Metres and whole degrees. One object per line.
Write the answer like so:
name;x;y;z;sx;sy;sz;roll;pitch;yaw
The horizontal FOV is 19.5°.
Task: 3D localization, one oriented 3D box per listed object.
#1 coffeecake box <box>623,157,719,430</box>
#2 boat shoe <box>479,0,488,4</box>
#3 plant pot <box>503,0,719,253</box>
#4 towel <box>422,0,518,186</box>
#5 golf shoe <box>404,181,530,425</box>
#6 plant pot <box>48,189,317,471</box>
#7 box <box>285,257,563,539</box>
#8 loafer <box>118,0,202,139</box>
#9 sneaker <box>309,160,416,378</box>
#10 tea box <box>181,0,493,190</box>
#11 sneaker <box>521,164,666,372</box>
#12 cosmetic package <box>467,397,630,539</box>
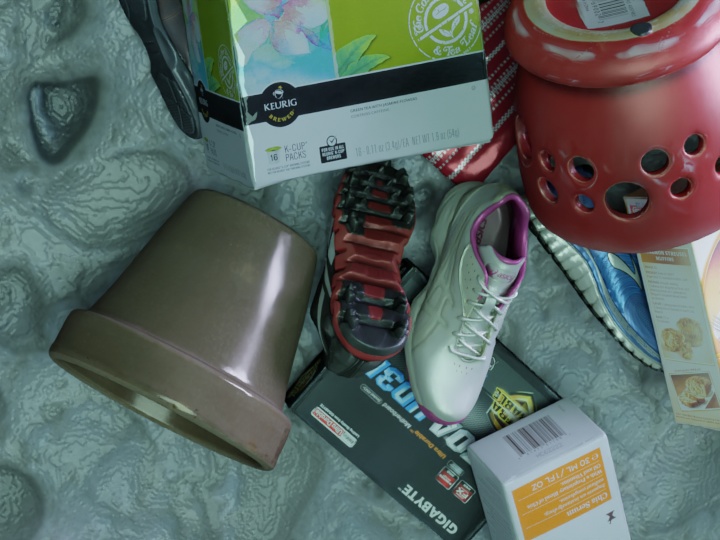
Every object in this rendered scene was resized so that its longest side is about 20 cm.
coffeecake box;0.313;0.008;1.729;0.153;0.073;0.202;-25;107;-32
boat shoe;0.145;-0.272;1.665;0.199;0.073;0.065;-29;96;-17
plant pot;0.212;-0.143;1.613;0.199;0.201;0.183;-17;129;-5
towel;0.067;-0.175;1.706;0.200;0.022;0.145;41;93;-15
golf shoe;0.088;0.024;1.675;0.075;0.091;0.202;12;82;-24
plant pot;-0.118;0.038;1.652;0.199;0.200;0.176;31;80;-14
box;0.059;0.113;1.756;0.200;0.046;0.159;42;92;-15
loafer;-0.147;-0.205;1.650;0.063;0.072;0.201;-30;112;-22
sneaker;0.000;0.000;1.677;0.070;0.202;0.098;14;143;-15
tea box;-0.022;-0.183;1.595;0.198;0.134;0.199;-13;104;-17
sneaker;0.219;-0.002;1.741;0.089;0.079;0.200;-37;105;3
cosmetic package;0.166;0.220;1.752;0.101;0.071;0.201;-25;122;-13
